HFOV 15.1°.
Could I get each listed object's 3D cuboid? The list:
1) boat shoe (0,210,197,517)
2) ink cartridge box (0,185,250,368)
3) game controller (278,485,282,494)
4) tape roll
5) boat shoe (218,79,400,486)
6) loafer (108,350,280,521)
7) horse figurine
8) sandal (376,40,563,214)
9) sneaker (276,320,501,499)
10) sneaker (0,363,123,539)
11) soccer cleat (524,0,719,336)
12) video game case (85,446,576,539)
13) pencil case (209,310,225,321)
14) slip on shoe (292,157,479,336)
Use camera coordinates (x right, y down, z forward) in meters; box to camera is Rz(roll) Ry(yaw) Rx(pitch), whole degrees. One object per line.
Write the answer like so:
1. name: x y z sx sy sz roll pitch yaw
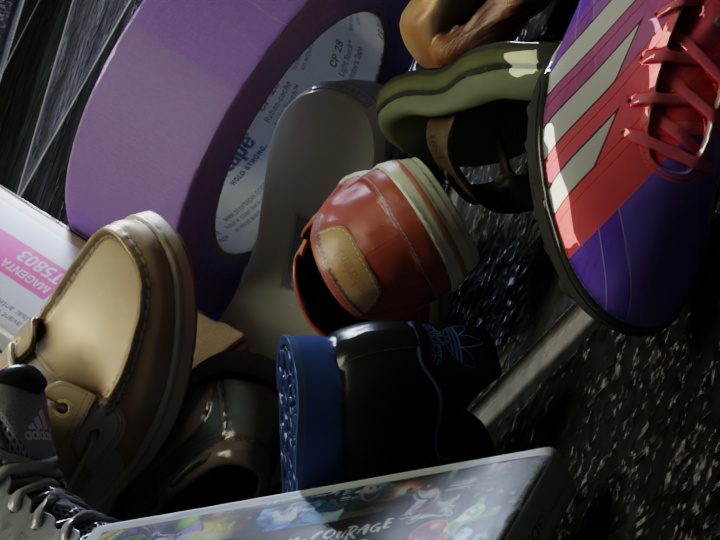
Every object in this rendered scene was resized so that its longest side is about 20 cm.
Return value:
1. boat shoe: -0.130 0.064 1.139 0.074 0.069 0.200 46 123 37
2. ink cartridge box: -0.146 0.063 1.281 0.075 0.200 0.165 -37 -37 -34
3. game controller: -0.035 0.127 1.177 0.104 0.042 0.200 -128 59 -74
4. tape roll: -0.052 -0.079 1.282 0.200 0.066 0.200 -49 -18 -22
5. boat shoe: -0.025 0.004 1.270 0.069 0.072 0.200 -26 -52 -64
6. loafer: -0.082 0.122 1.170 0.063 0.072 0.200 -87 18 -52
7. horse figurine: 0.058 -0.118 1.087 0.133 0.050 0.200 -51 4 17
8. sandal: 0.055 -0.050 1.005 0.201 0.080 0.057 170 93 -81
9. sneaker: 0.010 0.096 1.004 0.200 0.078 0.070 93 169 -47
10. sneaker: -0.117 0.092 1.048 0.200 0.075 0.116 -2 79 29
11. soccer cleat: 0.104 -0.076 0.878 0.073 0.068 0.200 -26 45 51
12. video game case: -0.047 0.130 0.872 0.200 0.023 0.182 -13 25 34
13. pencil case: -0.093 0.080 1.393 0.200 0.078 0.087 135 123 -60
14. slip on shoe: 0.000 0.000 1.094 0.061 0.074 0.200 -31 -2 -8
